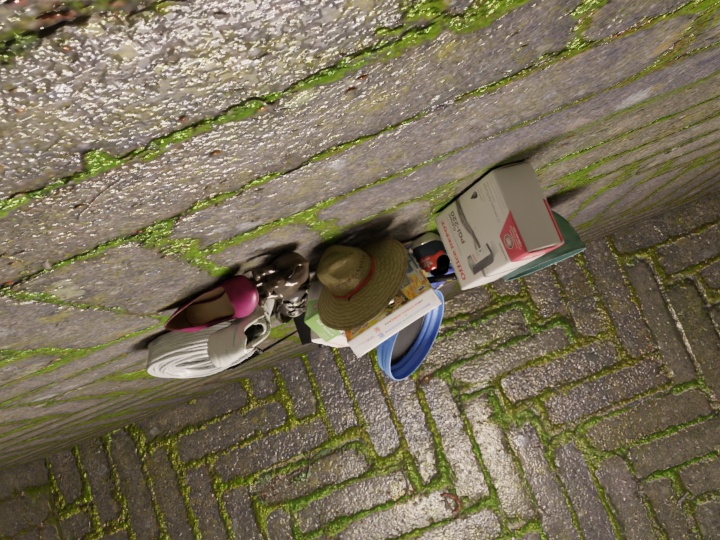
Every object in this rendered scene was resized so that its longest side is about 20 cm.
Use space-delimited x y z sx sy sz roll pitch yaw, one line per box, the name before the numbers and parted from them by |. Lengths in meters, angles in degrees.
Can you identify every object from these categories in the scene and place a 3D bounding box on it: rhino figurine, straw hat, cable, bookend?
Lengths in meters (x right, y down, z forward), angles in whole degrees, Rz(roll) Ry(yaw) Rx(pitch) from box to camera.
rhino figurine | -0.135 0.019 1.026 0.087 0.060 0.200 -27 177 -21
straw hat | -0.025 0.000 1.055 0.200 0.202 0.085 -27 128 30
cable | -0.340 0.167 1.306 0.199 0.070 0.200 3 154 -38
bookend | -0.091 0.132 1.565 0.199 0.093 0.198 -19 178 -41

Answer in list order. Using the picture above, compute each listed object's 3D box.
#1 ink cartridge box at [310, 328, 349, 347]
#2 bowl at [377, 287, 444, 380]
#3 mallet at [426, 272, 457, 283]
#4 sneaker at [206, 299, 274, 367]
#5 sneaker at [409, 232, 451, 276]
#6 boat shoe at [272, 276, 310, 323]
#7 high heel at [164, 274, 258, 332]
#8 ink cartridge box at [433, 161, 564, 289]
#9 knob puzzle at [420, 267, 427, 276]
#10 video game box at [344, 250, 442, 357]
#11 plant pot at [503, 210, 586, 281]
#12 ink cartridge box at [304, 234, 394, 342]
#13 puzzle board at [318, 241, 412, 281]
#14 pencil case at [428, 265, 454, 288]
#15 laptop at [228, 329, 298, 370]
ink cartridge box | 0.009 0.109 1.366 0.199 0.083 0.146 -10 164 23
bowl | 0.101 0.123 1.275 0.200 0.039 0.202 -40 143 -39
mallet | 0.110 0.027 1.316 0.198 0.042 0.066 -7 169 23
sneaker | -0.182 0.090 1.081 0.080 0.071 0.201 -17 -155 26
sneaker | 0.173 -0.032 1.347 0.075 0.085 0.199 -27 169 33
boat shoe | -0.132 0.058 1.232 0.071 0.066 0.201 -17 170 -23
high heel | -0.238 0.063 1.008 0.096 0.068 0.200 -27 180 -39
ink cartridge box | 0.222 -0.069 1.054 0.084 0.147 0.200 -16 168 -25
knob puzzle | 0.075 0.051 1.497 0.218 0.031 0.221 -18 140 -16
video game box | 0.045 0.056 1.199 0.182 0.047 0.200 -36 -157 5
plant pot | 0.407 -0.074 1.482 0.199 0.135 0.200 -20 171 -3
ink cartridge box | -0.003 0.032 1.153 0.199 0.067 0.117 -33 -153 23
puzzle board | 0.000 0.000 1.293 0.199 0.017 0.151 -19 160 -21
pencil case | 0.186 -0.005 1.531 0.077 0.087 0.200 -16 169 -8
laptop | -0.281 0.162 1.492 0.199 0.104 0.177 32 142 -23
